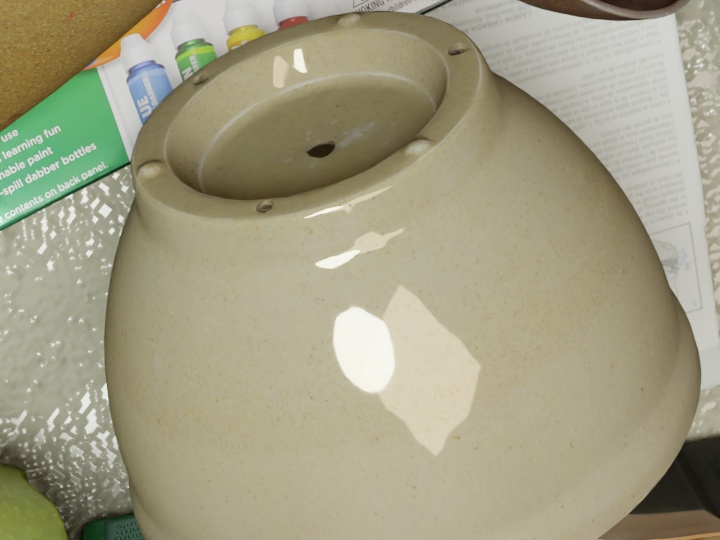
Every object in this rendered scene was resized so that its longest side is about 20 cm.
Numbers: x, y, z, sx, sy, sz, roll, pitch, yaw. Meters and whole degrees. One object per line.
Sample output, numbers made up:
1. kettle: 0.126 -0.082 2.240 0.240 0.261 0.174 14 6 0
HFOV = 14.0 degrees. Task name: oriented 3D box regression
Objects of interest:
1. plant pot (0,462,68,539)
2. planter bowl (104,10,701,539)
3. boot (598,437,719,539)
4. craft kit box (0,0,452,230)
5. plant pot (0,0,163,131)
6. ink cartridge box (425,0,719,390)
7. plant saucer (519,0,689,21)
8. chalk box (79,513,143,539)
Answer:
1. plant pot: -0.205 0.129 1.017 0.184 0.200 0.201 6 103 -29
2. planter bowl: 0.000 0.000 0.964 0.200 0.200 0.135 -25 123 -9
3. boot: 0.162 0.110 1.181 0.200 0.074 0.076 3 123 -13
4. craft kit box: -0.090 -0.142 1.017 0.200 0.049 0.198 -28 92 -8
5. plant pot: -0.115 -0.136 0.900 0.186 0.186 0.200 25 118 -21
6. ink cartridge box: 0.048 -0.031 1.116 0.160 0.047 0.200 -16 113 -12
7. plant saucer: 0.044 -0.166 1.015 0.034 0.200 0.200 -32 116 31
8. chalk box: -0.036 0.156 1.078 0.124 0.124 0.200 -8 112 -2
